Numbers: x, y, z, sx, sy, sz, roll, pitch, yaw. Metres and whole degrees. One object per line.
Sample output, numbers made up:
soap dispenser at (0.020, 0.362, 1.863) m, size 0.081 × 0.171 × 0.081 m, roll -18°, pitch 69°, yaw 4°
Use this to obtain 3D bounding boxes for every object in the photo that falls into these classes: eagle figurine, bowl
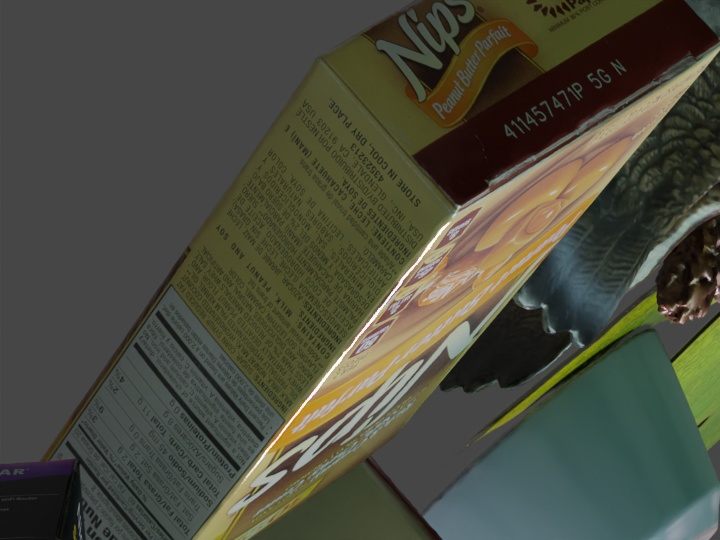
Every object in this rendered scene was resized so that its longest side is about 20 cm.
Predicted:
eagle figurine at (0.117, -0.041, 0.921) m, size 0.199 × 0.151 × 0.153 m, roll -11°, pitch 121°, yaw -8°
bowl at (0.117, 0.135, 1.590) m, size 0.201 × 0.105 × 0.201 m, roll -39°, pitch 168°, yaw -10°

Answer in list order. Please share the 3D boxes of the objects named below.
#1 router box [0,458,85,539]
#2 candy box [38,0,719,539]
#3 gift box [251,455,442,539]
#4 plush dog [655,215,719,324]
router box at (-0.089, 0.167, 0.705) m, size 0.149 × 0.051 × 0.201 m, roll -87°, pitch 175°, yaw -66°
candy box at (0.000, 0.000, 0.788) m, size 0.115 × 0.055 × 0.200 m, roll -32°, pitch 165°, yaw -41°
gift box at (-0.032, 0.162, 0.967) m, size 0.200 × 0.187 × 0.185 m, roll -43°, pitch 169°, yaw 4°
plush dog at (0.219, -0.027, 1.315) m, size 0.199 × 0.161 × 0.171 m, roll 8°, pitch 152°, yaw -39°
